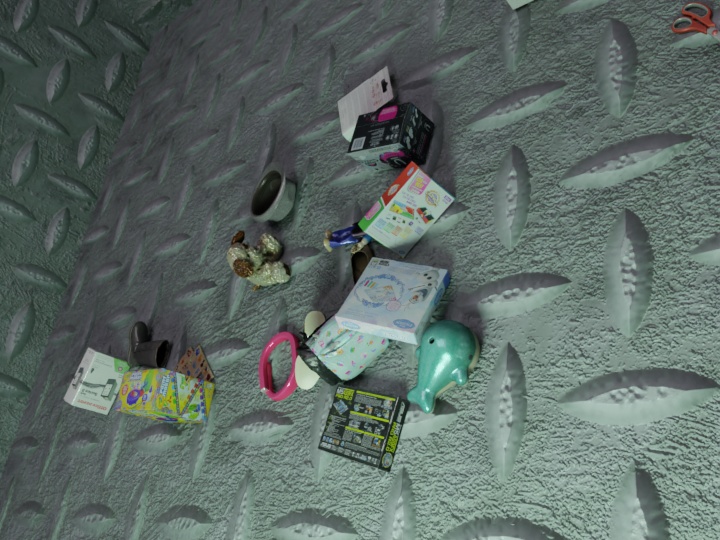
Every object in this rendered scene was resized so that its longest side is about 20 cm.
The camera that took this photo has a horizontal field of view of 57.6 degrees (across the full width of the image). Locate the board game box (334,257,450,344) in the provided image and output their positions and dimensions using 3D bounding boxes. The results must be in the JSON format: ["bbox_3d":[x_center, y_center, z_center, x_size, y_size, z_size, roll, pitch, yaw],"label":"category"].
[{"bbox_3d":[0.075,0.064,1.492,0.200,0.043,0.199,10,48,29],"label":"board game box"}]

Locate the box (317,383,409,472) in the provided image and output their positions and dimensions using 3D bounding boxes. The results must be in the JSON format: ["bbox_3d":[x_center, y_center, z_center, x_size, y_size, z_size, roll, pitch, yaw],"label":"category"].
[{"bbox_3d":[0.005,0.352,1.484,0.200,0.044,0.160,1,67,46],"label":"box"}]

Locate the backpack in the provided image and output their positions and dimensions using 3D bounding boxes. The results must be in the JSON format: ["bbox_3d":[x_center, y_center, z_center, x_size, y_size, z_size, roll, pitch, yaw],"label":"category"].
[{"bbox_3d":[-0.033,0.174,1.563,0.200,0.167,0.127,-41,50,0],"label":"backpack"}]

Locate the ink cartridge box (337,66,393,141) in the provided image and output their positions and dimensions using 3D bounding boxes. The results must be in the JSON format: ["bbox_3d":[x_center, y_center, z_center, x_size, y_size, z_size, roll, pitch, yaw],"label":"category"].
[{"bbox_3d":[0.023,-0.508,2.000,0.200,0.050,0.161,-29,48,26],"label":"ink cartridge box"}]

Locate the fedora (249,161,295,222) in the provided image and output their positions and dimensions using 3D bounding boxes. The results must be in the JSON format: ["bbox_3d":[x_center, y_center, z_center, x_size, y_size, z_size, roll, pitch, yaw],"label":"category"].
[{"bbox_3d":[-0.268,-0.236,2.088,0.177,0.090,0.200,22,89,51],"label":"fedora"}]

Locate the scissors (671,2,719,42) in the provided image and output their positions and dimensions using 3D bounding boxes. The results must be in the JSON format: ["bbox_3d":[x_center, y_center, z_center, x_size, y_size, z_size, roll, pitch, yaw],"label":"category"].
[{"bbox_3d":[0.707,-0.486,1.310,0.073,0.014,0.200,-46,40,12],"label":"scissors"}]

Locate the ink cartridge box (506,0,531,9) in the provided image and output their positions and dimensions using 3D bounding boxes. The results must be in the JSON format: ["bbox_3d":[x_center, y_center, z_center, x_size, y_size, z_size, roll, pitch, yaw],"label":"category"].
[{"bbox_3d":[0.409,-0.811,1.671,0.145,0.200,0.147,-14,57,37],"label":"ink cartridge box"}]

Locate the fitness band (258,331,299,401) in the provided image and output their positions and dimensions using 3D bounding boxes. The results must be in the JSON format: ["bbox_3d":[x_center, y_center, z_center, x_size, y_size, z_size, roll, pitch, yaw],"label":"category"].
[{"bbox_3d":[-0.214,0.255,1.763,0.144,0.037,0.200,-39,39,22],"label":"fitness band"}]

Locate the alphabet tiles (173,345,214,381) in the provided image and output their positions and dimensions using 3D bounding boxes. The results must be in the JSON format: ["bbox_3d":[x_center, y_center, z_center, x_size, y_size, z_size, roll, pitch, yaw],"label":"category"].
[{"bbox_3d":[-0.540,0.337,2.076,0.167,0.008,0.200,-52,40,9],"label":"alphabet tiles"}]

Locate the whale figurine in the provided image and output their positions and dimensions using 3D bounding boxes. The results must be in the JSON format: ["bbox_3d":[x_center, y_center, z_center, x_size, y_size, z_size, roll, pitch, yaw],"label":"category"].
[{"bbox_3d":[0.160,0.196,1.375,0.159,0.104,0.200,31,88,50],"label":"whale figurine"}]

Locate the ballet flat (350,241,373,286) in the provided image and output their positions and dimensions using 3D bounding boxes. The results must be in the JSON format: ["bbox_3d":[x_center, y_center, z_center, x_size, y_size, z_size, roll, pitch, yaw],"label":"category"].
[{"bbox_3d":[0.000,0.000,1.703,0.067,0.046,0.200,-29,48,30],"label":"ballet flat"}]

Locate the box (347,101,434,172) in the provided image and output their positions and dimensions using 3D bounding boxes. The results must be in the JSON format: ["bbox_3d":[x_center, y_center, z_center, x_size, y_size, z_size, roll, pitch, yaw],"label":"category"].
[{"bbox_3d":[0.083,-0.357,1.789,0.200,0.115,0.132,-1,67,46],"label":"box"}]

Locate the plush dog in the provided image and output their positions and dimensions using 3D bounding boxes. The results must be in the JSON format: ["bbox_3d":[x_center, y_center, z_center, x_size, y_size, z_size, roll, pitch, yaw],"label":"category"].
[{"bbox_3d":[-0.324,-0.024,1.950,0.160,0.172,0.200,-43,43,18],"label":"plush dog"}]

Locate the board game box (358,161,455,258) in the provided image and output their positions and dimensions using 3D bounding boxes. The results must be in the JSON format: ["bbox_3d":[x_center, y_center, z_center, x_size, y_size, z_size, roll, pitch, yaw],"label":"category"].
[{"bbox_3d":[0.114,-0.144,1.596,0.200,0.153,0.040,-49,39,11],"label":"board game box"}]

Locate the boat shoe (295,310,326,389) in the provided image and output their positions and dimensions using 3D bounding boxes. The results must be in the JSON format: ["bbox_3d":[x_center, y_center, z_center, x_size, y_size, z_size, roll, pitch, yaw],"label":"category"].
[{"bbox_3d":[-0.123,0.206,1.695,0.074,0.063,0.202,7,80,2],"label":"boat shoe"}]

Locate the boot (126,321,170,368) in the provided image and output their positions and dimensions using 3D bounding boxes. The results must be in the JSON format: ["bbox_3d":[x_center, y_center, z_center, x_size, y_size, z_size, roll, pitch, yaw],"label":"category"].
[{"bbox_3d":[-0.734,0.255,2.274,0.200,0.073,0.182,-16,69,47],"label":"boot"}]

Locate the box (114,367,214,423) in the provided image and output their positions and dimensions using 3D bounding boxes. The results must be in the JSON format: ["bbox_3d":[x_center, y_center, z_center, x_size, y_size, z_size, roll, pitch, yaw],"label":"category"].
[{"bbox_3d":[-0.578,0.373,1.938,0.200,0.193,0.122,-11,62,39],"label":"box"}]

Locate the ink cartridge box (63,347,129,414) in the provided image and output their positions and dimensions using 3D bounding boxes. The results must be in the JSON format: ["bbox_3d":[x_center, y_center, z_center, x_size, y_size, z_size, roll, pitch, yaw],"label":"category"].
[{"bbox_3d":[-0.936,0.395,2.334,0.084,0.145,0.200,11,75,46],"label":"ink cartridge box"}]

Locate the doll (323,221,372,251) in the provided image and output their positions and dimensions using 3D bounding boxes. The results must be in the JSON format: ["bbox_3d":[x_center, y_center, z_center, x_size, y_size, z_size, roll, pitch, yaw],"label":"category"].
[{"bbox_3d":[0.002,-0.104,1.743,0.200,0.048,0.137,-18,32,18],"label":"doll"}]
